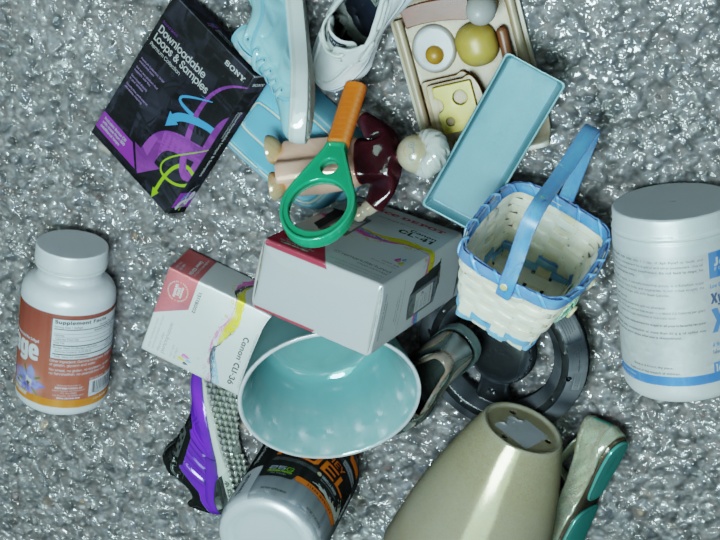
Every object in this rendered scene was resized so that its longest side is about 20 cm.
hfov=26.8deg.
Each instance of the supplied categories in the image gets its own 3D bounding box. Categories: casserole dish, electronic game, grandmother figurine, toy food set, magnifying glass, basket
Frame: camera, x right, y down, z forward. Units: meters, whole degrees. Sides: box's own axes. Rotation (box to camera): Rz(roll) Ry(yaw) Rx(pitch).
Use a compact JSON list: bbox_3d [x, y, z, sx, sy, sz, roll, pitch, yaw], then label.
[{"bbox_3d":[-0.083,-0.149,1.670,0.200,0.039,0.121,41,116,-3],"label":"casserole dish"},{"bbox_3d":[0.159,0.088,1.689,0.199,0.042,0.201,10,115,22],"label":"electronic game"},{"bbox_3d":[-0.001,-0.114,1.603,0.199,0.061,0.122,-7,99,19],"label":"grandmother figurine"},{"bbox_3d":[0.107,-0.212,1.578,0.143,0.060,0.201,-10,107,19],"label":"toy food set"},{"bbox_3d":[-0.029,-0.111,1.561,0.079,0.201,0.022,5,152,19],"label":"magnifying glass"},{"bbox_3d":[0.182,-0.035,1.534,0.139,0.176,0.201,26,137,16],"label":"basket"}]

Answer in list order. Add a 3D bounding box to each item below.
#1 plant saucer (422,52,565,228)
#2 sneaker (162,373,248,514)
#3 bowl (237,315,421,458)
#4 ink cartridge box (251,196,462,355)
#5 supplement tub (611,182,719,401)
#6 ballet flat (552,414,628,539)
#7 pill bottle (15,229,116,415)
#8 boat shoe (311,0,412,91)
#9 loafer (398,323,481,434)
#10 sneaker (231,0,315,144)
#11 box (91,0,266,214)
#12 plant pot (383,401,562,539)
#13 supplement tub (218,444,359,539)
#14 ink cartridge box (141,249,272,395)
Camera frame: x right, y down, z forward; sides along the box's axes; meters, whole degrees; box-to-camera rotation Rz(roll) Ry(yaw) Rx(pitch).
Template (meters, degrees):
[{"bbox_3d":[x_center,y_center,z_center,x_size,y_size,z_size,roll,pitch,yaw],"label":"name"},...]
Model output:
[{"bbox_3d":[0.138,-0.133,1.578,0.070,0.019,0.200,28,122,-2],"label":"plant saucer"},{"bbox_3d":[-0.197,0.209,1.825,0.099,0.070,0.201,-2,109,19],"label":"sneaker"},{"bbox_3d":[-0.038,0.104,1.660,0.200,0.105,0.201,-4,132,-5],"label":"bowl"},{"bbox_3d":[0.000,0.000,1.600,0.147,0.200,0.086,20,116,22],"label":"ink cartridge box"},{"bbox_3d":[0.331,0.022,1.566,0.131,0.132,0.201,-2,111,17],"label":"supplement tub"},{"bbox_3d":[0.245,0.254,1.730,0.062,0.067,0.201,36,116,31],"label":"ballet flat"},{"bbox_3d":[-0.348,0.060,1.786,0.112,0.112,0.201,13,113,11],"label":"pill bottle"},{"bbox_3d":[-0.013,-0.252,1.563,0.074,0.065,0.200,48,139,12],"label":"boat shoe"},{"bbox_3d":[0.059,0.130,1.696,0.072,0.063,0.200,45,134,6],"label":"loafer"},{"bbox_3d":[-0.092,-0.223,1.585,0.081,0.074,0.201,-7,71,3],"label":"sneaker"},{"bbox_3d":[-0.201,-0.183,1.667,0.143,0.036,0.200,46,116,19],"label":"box"},{"bbox_3d":[0.145,0.253,1.673,0.187,0.187,0.201,24,118,6],"label":"plant pot"},{"bbox_3d":[-0.074,0.253,1.730,0.122,0.200,0.123,8,120,14],"label":"supplement tub"},{"bbox_3d":[-0.140,0.075,1.756,0.199,0.068,0.117,24,115,5],"label":"ink cartridge box"}]
